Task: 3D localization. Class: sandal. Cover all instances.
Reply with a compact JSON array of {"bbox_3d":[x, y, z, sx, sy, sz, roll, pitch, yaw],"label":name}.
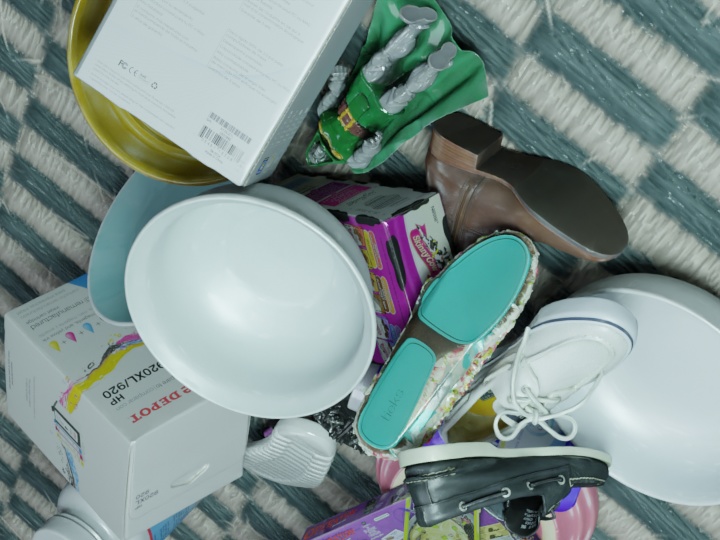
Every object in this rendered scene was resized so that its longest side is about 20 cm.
[{"bbox_3d":[-0.059,0.165,1.647,0.082,0.050,0.203,28,158,-10],"label":"sandal"}]

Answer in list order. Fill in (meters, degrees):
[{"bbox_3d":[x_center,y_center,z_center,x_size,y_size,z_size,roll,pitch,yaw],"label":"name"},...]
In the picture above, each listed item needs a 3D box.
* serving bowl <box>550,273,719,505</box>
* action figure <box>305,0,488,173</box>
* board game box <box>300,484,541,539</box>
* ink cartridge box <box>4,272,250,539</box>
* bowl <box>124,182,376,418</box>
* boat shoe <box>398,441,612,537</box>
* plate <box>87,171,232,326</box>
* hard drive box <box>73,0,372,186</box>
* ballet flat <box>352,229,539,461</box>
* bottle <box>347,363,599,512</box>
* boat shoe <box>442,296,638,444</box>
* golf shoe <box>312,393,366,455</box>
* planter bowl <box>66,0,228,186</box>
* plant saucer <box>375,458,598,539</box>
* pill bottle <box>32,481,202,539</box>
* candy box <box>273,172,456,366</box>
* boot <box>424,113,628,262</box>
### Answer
[{"bbox_3d":[0.233,0.079,1.308,0.200,0.066,0.200,24,137,24],"label":"serving bowl"},{"bbox_3d":[0.010,-0.129,1.322,0.118,0.055,0.200,61,145,11],"label":"action figure"},{"bbox_3d":[0.053,0.241,1.507,0.200,0.032,0.120,-29,115,38],"label":"board game box"},{"bbox_3d":[-0.218,0.118,1.631,0.200,0.147,0.145,41,141,29],"label":"ink cartridge box"},{"bbox_3d":[-0.072,0.007,1.324,0.201,0.090,0.202,10,126,14],"label":"bowl"},{"bbox_3d":[0.113,0.165,1.288,0.074,0.199,0.066,-18,71,43],"label":"boat shoe"},{"bbox_3d":[-0.154,-0.037,1.461,0.200,0.201,0.026,-9,145,45],"label":"plate"},{"bbox_3d":[-0.089,-0.188,1.265,0.156,0.077,0.200,34,106,7],"label":"hard drive box"},{"bbox_3d":[0.065,0.055,1.289,0.076,0.064,0.200,41,97,22],"label":"ballet flat"},{"bbox_3d":[0.090,0.126,1.406,0.200,0.084,0.065,22,167,5],"label":"bottle"},{"bbox_3d":[0.123,0.090,1.278,0.075,0.086,0.202,35,142,-21],"label":"boat shoe"},{"bbox_3d":[-0.028,0.094,1.552,0.200,0.095,0.078,29,112,-16],"label":"golf shoe"},{"bbox_3d":[-0.121,-0.170,1.359,0.200,0.083,0.201,2,100,15],"label":"planter bowl"},{"bbox_3d":[0.104,0.199,1.502,0.200,0.051,0.201,14,132,15],"label":"plant saucer"},{"bbox_3d":[-0.229,0.225,1.726,0.109,0.200,0.109,23,136,24],"label":"pill bottle"},{"bbox_3d":[0.000,0.000,1.396,0.200,0.061,0.137,12,124,53],"label":"candy box"},{"bbox_3d":[0.112,-0.001,1.345,0.186,0.064,0.200,39,139,28],"label":"boot"}]
